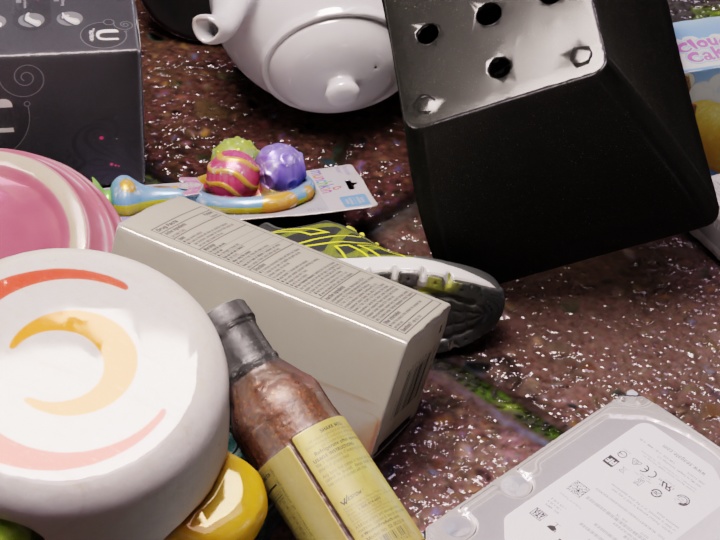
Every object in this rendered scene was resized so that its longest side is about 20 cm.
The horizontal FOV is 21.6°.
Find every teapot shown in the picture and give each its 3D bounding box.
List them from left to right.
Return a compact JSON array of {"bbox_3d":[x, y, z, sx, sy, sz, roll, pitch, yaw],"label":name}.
[{"bbox_3d":[-0.018,-0.187,1.448,0.200,0.197,0.146,-12,58,2],"label":"teapot"}]

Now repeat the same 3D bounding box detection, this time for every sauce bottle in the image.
[{"bbox_3d":[-0.032,0.107,1.106,0.066,0.066,0.200,-24,73,-29],"label":"sauce bottle"}]

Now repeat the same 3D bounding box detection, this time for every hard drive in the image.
[{"bbox_3d":[0.148,0.159,1.133,0.200,0.038,0.140,-29,49,-32],"label":"hard drive"}]

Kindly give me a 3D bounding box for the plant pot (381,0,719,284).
[{"bbox_3d":[0.113,-0.128,1.277,0.200,0.177,0.200,-15,61,13],"label":"plant pot"}]

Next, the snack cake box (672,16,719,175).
[{"bbox_3d":[0.289,-0.131,1.432,0.200,0.115,0.067,-10,41,-15],"label":"snack cake box"}]

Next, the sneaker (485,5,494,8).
[{"bbox_3d":[0.112,-0.212,1.428,0.080,0.071,0.200,1,2,8],"label":"sneaker"}]

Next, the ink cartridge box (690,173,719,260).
[{"bbox_3d":[0.362,-0.027,1.371,0.200,0.050,0.161,-14,42,-27],"label":"ink cartridge box"}]

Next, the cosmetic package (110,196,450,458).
[{"bbox_3d":[-0.057,0.034,1.197,0.200,0.087,0.103,23,20,14],"label":"cosmetic package"}]

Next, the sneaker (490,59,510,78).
[{"bbox_3d":[0.143,-0.114,1.434,0.075,0.081,0.200,-31,43,5],"label":"sneaker"}]

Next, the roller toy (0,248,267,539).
[{"bbox_3d":[-0.164,0.092,1.069,0.200,0.140,0.183,-11,52,-13],"label":"roller toy"}]

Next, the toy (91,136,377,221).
[{"bbox_3d":[-0.097,-0.067,1.359,0.200,0.047,0.115,-9,20,-7],"label":"toy"}]

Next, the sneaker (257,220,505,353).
[{"bbox_3d":[0.000,0.000,1.287,0.200,0.075,0.085,6,39,4],"label":"sneaker"}]

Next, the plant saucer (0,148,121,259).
[{"bbox_3d":[-0.253,-0.006,1.253,0.200,0.051,0.201,0,57,0],"label":"plant saucer"}]

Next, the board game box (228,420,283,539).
[{"bbox_3d":[-0.121,0.139,1.146,0.135,0.028,0.200,22,43,23],"label":"board game box"}]

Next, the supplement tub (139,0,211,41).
[{"bbox_3d":[-0.119,-0.288,1.606,0.107,0.107,0.200,8,40,6],"label":"supplement tub"}]

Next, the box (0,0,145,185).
[{"bbox_3d":[-0.262,-0.136,1.398,0.200,0.122,0.106,-4,39,-8],"label":"box"}]
